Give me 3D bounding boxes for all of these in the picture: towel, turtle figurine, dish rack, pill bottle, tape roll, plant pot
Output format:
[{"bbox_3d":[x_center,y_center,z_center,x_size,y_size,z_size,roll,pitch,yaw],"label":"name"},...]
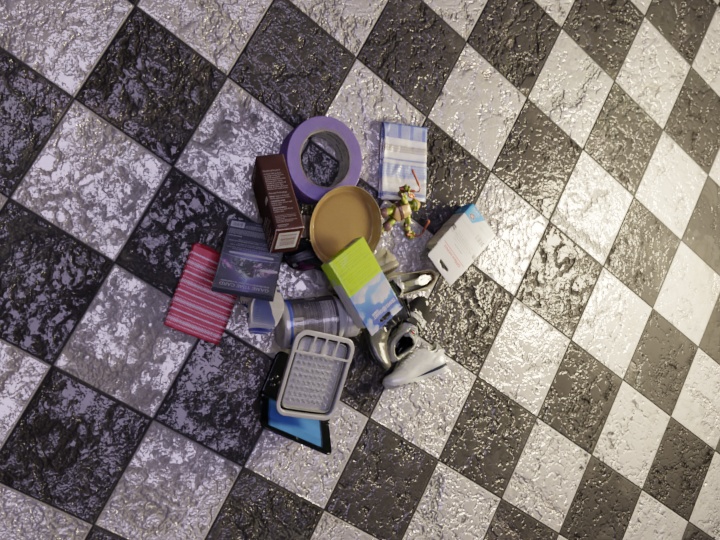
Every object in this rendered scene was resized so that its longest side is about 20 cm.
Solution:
[{"bbox_3d":[0.115,-0.284,1.718,0.142,0.024,0.207,3,89,-24],"label":"towel"},{"bbox_3d":[0.094,-0.158,1.680,0.158,0.065,0.204,-25,132,-16],"label":"turtle figurine"},{"bbox_3d":[-0.359,0.054,1.516,0.142,0.022,0.206,23,83,-24],"label":"towel"},{"bbox_3d":[-0.112,0.241,1.520,0.168,0.043,0.206,15,93,-35],"label":"dish rack"},{"bbox_3d":[-0.104,0.121,1.576,0.194,0.113,0.118,-4,92,-23],"label":"pill bottle"},{"bbox_3d":[-0.099,-0.267,1.593,0.194,0.085,0.207,0,89,-23],"label":"tape roll"},{"bbox_3d":[-0.038,-0.104,1.577,0.194,0.027,0.207,-6,104,-26],"label":"plant pot"}]

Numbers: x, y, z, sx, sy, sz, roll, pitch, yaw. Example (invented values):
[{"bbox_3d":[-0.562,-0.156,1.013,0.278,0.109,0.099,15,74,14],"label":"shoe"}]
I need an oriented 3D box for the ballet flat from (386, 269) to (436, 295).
[{"bbox_3d":[0.114,0.034,1.696,0.194,0.069,0.072,-13,95,-22],"label":"ballet flat"}]

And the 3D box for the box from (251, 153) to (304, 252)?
[{"bbox_3d":[-0.194,-0.156,1.500,0.073,0.101,0.205,-7,63,-21],"label":"box"}]

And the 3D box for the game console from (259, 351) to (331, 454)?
[{"bbox_3d":[-0.135,0.316,1.561,0.196,0.118,0.175,28,80,-21],"label":"game console"}]

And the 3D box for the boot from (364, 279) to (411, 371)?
[{"bbox_3d":[0.071,0.136,1.628,0.127,0.068,0.206,-22,80,11],"label":"boot"}]

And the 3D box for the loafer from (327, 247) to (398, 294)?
[{"bbox_3d":[0.000,0.000,1.645,0.195,0.076,0.070,-21,74,-16],"label":"loafer"}]

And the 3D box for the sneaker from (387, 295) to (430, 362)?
[{"bbox_3d":[0.133,0.157,1.695,0.074,0.088,0.203,38,75,-17],"label":"sneaker"}]

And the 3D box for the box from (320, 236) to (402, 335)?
[{"bbox_3d":[0.005,0.039,1.555,0.121,0.047,0.203,-37,104,-29],"label":"box"}]

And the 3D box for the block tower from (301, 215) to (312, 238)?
[{"bbox_3d":[-0.091,-0.108,1.613,0.194,0.054,0.060,-4,91,-24],"label":"block tower"}]

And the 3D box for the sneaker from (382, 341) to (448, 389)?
[{"bbox_3d":[0.138,0.254,1.712,0.195,0.076,0.083,-16,85,-27],"label":"sneaker"}]

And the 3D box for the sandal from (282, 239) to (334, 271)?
[{"bbox_3d":[-0.127,-0.028,1.583,0.195,0.049,0.076,11,131,-23],"label":"sandal"}]

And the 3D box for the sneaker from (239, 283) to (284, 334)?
[{"bbox_3d":[-0.232,0.072,1.510,0.078,0.116,0.204,14,48,-22],"label":"sneaker"}]

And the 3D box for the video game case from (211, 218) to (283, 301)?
[{"bbox_3d":[-0.250,-0.027,1.485,0.138,0.019,0.205,10,53,-4],"label":"video game case"}]

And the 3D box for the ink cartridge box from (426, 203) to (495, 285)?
[{"bbox_3d":[0.258,-0.069,1.757,0.200,0.066,0.117,-45,107,-17],"label":"ink cartridge box"}]
